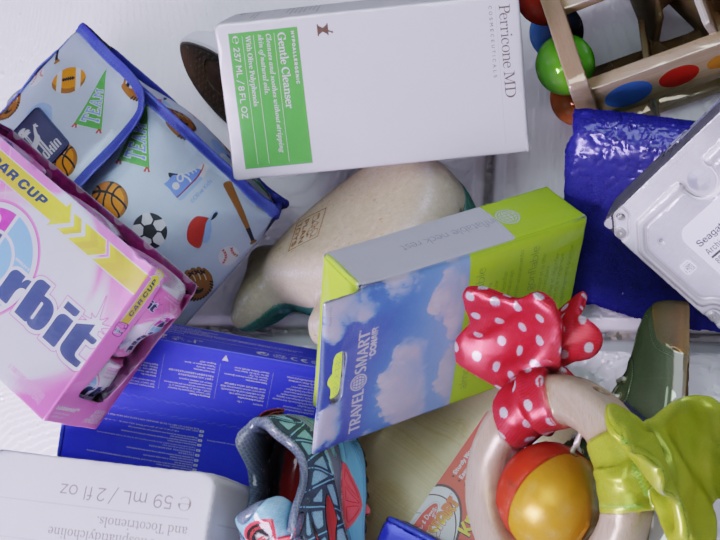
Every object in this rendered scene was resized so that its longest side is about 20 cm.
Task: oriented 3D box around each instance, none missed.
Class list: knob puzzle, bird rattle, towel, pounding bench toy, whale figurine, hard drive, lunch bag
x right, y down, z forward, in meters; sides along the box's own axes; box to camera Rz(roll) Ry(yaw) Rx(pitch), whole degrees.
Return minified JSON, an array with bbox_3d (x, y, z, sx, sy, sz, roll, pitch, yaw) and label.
[{"bbox_3d":[0.079,0.163,0.878,0.217,0.030,0.222,-6,72,17],"label":"knob puzzle"},{"bbox_3d":[0.113,0.107,0.753,0.199,0.112,0.164,34,106,36],"label":"bird rattle"},{"bbox_3d":[0.230,-0.029,0.843,0.198,0.149,0.050,11,33,20],"label":"towel"},{"bbox_3d":[0.201,-0.139,0.881,0.154,0.124,0.202,-19,68,12],"label":"pounding bench toy"},{"bbox_3d":[0.000,0.000,0.931,0.199,0.104,0.160,-22,38,33],"label":"whale figurine"},{"bbox_3d":[0.264,-0.011,0.783,0.200,0.038,0.140,42,127,-2],"label":"hard drive"},{"bbox_3d":[-0.179,-0.050,0.932,0.200,0.124,0.170,43,93,-4],"label":"lunch bag"}]

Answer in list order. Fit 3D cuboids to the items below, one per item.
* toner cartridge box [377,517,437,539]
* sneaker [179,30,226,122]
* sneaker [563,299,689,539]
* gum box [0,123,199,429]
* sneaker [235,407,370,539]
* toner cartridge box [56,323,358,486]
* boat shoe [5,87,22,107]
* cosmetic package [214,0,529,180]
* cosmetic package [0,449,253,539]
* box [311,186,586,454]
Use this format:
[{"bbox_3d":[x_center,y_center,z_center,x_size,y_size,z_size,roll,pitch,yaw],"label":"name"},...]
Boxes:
[{"bbox_3d":[0.021,0.269,0.817,0.094,0.043,0.202,23,84,26],"label":"toner cartridge box"},{"bbox_3d":[-0.053,-0.145,1.014,0.199,0.073,0.085,30,53,30],"label":"sneaker"},{"bbox_3d":[0.157,0.115,0.812,0.089,0.067,0.203,4,77,14],"label":"sneaker"},{"bbox_3d":[-0.209,0.000,0.827,0.199,0.066,0.114,38,93,21],"label":"gum box"},{"bbox_3d":[-0.041,0.176,0.791,0.079,0.095,0.201,-36,46,26],"label":"sneaker"},{"bbox_3d":[-0.099,0.093,0.889,0.198,0.043,0.096,11,103,-8],"label":"toner cartridge box"},{"bbox_3d":[-0.224,-0.047,1.028,0.073,0.068,0.201,-27,91,-4],"label":"boat shoe"},{"bbox_3d":[0.011,-0.128,0.877,0.197,0.085,0.109,-6,105,6],"label":"cosmetic package"},{"bbox_3d":[-0.149,0.236,0.858,0.165,0.166,0.202,2,75,19],"label":"cosmetic package"},{"bbox_3d":[0.048,0.030,0.829,0.198,0.123,0.048,-17,39,-28],"label":"box"}]
